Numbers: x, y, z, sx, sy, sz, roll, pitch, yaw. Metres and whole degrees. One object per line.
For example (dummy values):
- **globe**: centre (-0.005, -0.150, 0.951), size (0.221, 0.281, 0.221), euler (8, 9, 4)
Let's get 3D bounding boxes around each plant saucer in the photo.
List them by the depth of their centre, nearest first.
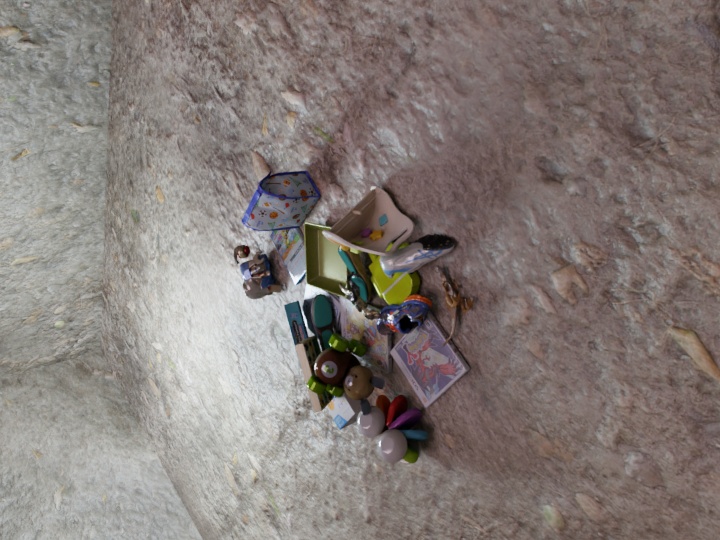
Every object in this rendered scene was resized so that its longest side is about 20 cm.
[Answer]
- **plant saucer**: centre (-0.089, -0.039, 1.657), size (0.198, 0.047, 0.204), euler (16, 112, 45)

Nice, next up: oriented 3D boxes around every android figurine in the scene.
- **android figurine**: centre (0.091, 0.009, 1.473), size (0.182, 0.041, 0.202), euler (-48, 64, 43)

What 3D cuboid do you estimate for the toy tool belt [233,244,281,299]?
- **toy tool belt**: centre (-0.349, -0.005, 1.928), size (0.121, 0.125, 0.203), euler (-17, 91, 17)

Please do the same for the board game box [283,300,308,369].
- **board game box**: centre (-0.193, 0.200, 1.758), size (0.151, 0.046, 0.204), euler (147, 108, -85)

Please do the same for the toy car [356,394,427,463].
- **toy car**: centre (0.100, 0.425, 1.515), size (0.150, 0.175, 0.200), euler (-49, 57, 2)

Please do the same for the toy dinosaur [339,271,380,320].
- **toy dinosaur**: centre (-0.017, 0.060, 1.507), size (0.200, 0.047, 0.089), euler (45, 152, 43)

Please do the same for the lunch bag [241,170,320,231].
- **lunch bag**: centre (-0.252, -0.209, 1.678), size (0.125, 0.198, 0.170), euler (57, 136, 19)

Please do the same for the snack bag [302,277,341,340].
- **snack bag**: centre (-0.123, 0.137, 1.765), size (0.188, 0.021, 0.203), euler (39, 130, 36)

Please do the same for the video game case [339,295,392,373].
- **video game case**: centre (0.014, 0.181, 1.608), size (0.198, 0.023, 0.185), euler (20, 121, 43)

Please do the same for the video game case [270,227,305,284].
- **video game case**: centre (-0.224, -0.074, 1.822), size (0.143, 0.018, 0.202), euler (-47, 66, 45)

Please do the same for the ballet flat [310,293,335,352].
- **ballet flat**: centre (-0.111, 0.172, 1.700), size (0.074, 0.073, 0.204), euler (-10, 91, 49)

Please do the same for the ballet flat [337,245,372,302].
- **ballet flat**: centre (0.000, 0.000, 1.549), size (0.068, 0.063, 0.202), euler (19, 141, 45)

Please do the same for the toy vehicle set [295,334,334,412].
- **toy vehicle set**: centre (-0.134, 0.302, 1.640), size (0.026, 0.124, 0.203), euler (-15, 92, 15)

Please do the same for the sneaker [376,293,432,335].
- **sneaker**: centre (0.102, 0.129, 1.430), size (0.075, 0.079, 0.200), euler (30, 143, -17)

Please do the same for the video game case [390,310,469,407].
- **video game case**: centre (0.176, 0.235, 1.454), size (0.183, 0.023, 0.201), euler (55, 135, 22)

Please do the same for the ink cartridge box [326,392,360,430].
- **ink cartridge box**: centre (-0.070, 0.376, 1.735), size (0.201, 0.067, 0.116), euler (56, 135, 22)

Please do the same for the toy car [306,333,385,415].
- **toy car**: centre (-0.022, 0.300, 1.518), size (0.199, 0.157, 0.166), euler (34, 98, 43)

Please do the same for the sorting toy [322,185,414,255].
- **sorting toy**: centre (0.040, -0.100, 1.412), size (0.179, 0.200, 0.108), euler (24, 149, 40)

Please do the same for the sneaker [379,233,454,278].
- **sneaker**: centre (0.143, -0.034, 1.367), size (0.197, 0.072, 0.073), euler (-17, 120, 27)

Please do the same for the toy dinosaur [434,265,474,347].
- **toy dinosaur**: centre (0.227, 0.085, 1.344), size (0.106, 0.059, 0.204), euler (170, 92, -73)
